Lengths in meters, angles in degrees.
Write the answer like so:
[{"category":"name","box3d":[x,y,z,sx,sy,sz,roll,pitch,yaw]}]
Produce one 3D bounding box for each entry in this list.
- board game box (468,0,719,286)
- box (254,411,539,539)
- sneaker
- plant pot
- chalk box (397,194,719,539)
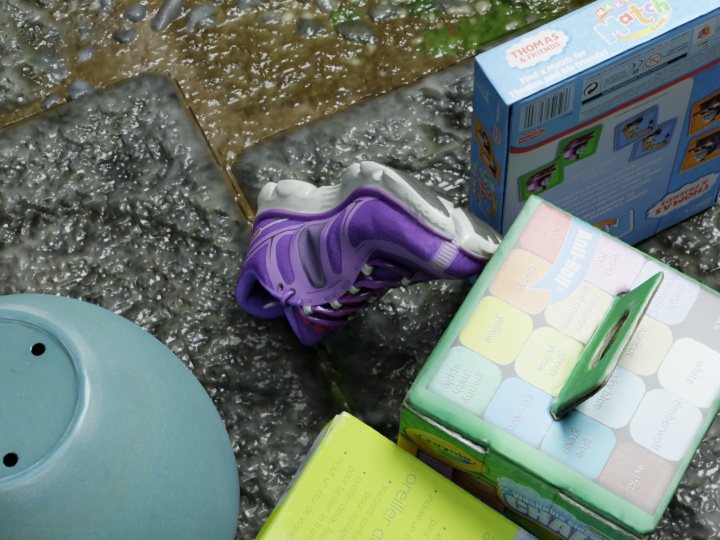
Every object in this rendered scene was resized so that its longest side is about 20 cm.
[{"category":"board game box","box3d":[0.127,-0.067,0.814,0.151,0.200,0.037,-26,62,-12]},{"category":"box","box3d":[0.041,0.167,0.702,0.200,0.048,0.122,33,70,-1]},{"category":"sneaker","box3d":[0.000,0.000,0.812,0.081,0.200,0.084,30,73,-24]},{"category":"plant pot","box3d":[-0.165,0.090,0.775,0.200,0.135,0.200,-1,61,2]},{"category":"chalk box","box3d":[0.096,0.061,0.738,0.124,0.200,0.125,29,65,13]}]
